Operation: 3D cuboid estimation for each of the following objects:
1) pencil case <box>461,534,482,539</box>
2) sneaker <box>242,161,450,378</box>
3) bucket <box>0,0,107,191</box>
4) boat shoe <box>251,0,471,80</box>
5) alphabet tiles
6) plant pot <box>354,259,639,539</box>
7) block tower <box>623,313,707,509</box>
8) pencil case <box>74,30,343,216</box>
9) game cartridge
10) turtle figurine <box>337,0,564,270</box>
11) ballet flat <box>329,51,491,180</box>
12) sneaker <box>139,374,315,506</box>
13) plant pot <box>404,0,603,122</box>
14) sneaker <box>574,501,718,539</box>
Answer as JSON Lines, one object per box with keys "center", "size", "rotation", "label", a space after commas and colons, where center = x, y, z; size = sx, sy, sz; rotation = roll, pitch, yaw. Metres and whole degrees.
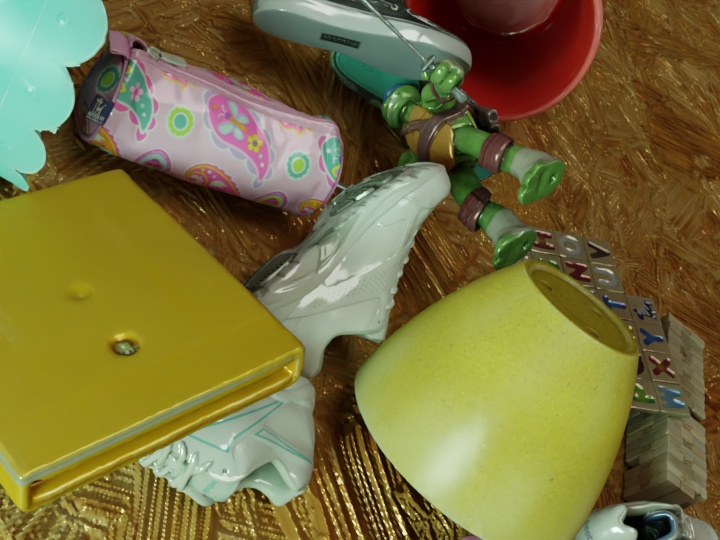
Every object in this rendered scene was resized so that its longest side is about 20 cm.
{"center": [0.144, 0.260, 0.730], "size": [0.199, 0.087, 0.083], "rotation": [35, 5, -20], "label": "pencil case"}
{"center": [0.000, 0.000, 0.767], "size": [0.200, 0.078, 0.100], "rotation": [-41, 109, -17], "label": "sneaker"}
{"center": [-0.221, -0.167, 0.615], "size": [0.134, 0.207, 0.209], "rotation": [23, 47, -21], "label": "bucket"}
{"center": [0.005, -0.220, 0.889], "size": [0.197, 0.070, 0.067], "rotation": [12, 74, -10], "label": "boat shoe"}
{"center": [0.215, 0.042, 0.972], "size": [0.165, 0.008, 0.202], "rotation": [10, 49, -19], "label": "alphabet tiles"}
{"center": [0.116, 0.079, 0.737], "size": [0.199, 0.143, 0.201], "rotation": [31, 22, -14], "label": "plant pot"}
{"center": [0.290, 0.138, 0.979], "size": [0.054, 0.058, 0.201], "rotation": [36, 44, -17], "label": "block tower"}
{"center": [-0.108, -0.105, 0.755], "size": [0.198, 0.087, 0.088], "rotation": [19, 49, -32], "label": "pencil case"}
{"center": [-0.158, 0.024, 0.578], "size": [0.175, 0.033, 0.200], "rotation": [-22, 48, -37], "label": "game cartridge"}
{"center": [0.053, -0.092, 0.835], "size": [0.194, 0.145, 0.200], "rotation": [40, 6, 30], "label": "turtle figurine"}
{"center": [0.054, -0.163, 0.975], "size": [0.200, 0.074, 0.075], "rotation": [40, 41, -19], "label": "ballet flat"}
{"center": [-0.104, 0.096, 0.625], "size": [0.199, 0.070, 0.081], "rotation": [15, 54, -37], "label": "sneaker"}
{"center": [0.147, -0.280, 1.061], "size": [0.200, 0.200, 0.178], "rotation": [39, 30, -14], "label": "plant pot"}
{"center": [0.242, 0.226, 0.842], "size": [0.198, 0.087, 0.075], "rotation": [9, 53, -41], "label": "sneaker"}
